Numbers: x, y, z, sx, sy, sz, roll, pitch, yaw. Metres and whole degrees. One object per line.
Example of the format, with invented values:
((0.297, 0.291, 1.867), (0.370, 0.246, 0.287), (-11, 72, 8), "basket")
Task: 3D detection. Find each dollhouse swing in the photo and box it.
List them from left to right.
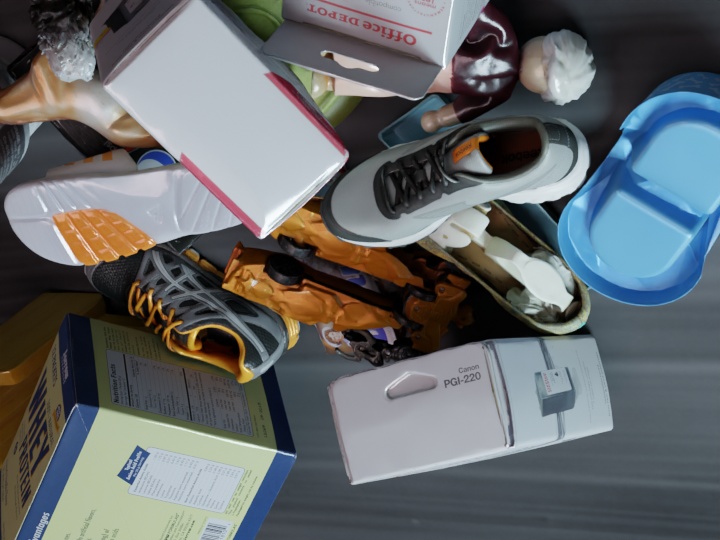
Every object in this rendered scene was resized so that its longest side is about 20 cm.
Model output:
((-0.238, 0.146, 1.507), (0.175, 0.182, 0.201), (16, 133, 35), "dollhouse swing")

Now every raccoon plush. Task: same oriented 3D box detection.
((-0.175, -0.249, 1.164), (0.134, 0.097, 0.201), (-22, 84, 43), "raccoon plush")

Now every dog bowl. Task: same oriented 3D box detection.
((0.222, -0.061, 1.180), (0.111, 0.050, 0.200), (30, 133, 1), "dog bowl")

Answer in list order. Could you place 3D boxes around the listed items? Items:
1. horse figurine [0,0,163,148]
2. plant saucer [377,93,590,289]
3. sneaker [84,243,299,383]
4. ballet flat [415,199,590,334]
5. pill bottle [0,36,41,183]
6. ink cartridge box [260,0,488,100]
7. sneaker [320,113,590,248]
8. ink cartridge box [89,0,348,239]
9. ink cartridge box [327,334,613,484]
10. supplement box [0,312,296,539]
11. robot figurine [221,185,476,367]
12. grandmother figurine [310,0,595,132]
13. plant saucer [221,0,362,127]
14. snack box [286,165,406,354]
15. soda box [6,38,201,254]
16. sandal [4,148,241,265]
((-0.190, -0.147, 1.256), (0.199, 0.050, 0.133), (22, 91, -16), "horse figurine")
((0.104, -0.053, 1.267), (0.200, 0.019, 0.070), (45, 132, -14), "plant saucer")
((-0.155, 0.033, 1.426), (0.199, 0.077, 0.078), (21, 134, 12), "sneaker")
((0.096, -0.022, 1.234), (0.200, 0.071, 0.071), (40, 133, -11), "ballet flat")
((-0.338, -0.102, 1.321), (0.113, 0.200, 0.113), (14, 131, 16), "pill bottle")
((0.024, -0.200, 1.060), (0.115, 0.200, 0.068), (18, 132, 12), "ink cartridge box")
((0.060, -0.072, 1.171), (0.199, 0.079, 0.074), (-17, 74, 18), "sneaker")
((-0.099, -0.123, 1.085), (0.086, 0.200, 0.148), (-45, 111, 4), "ink cartridge box")
((0.089, 0.104, 1.263), (0.145, 0.200, 0.085), (-17, 79, 29), "ink cartridge box")
((-0.193, 0.173, 1.434), (0.199, 0.134, 0.200), (16, 117, -22), "supplement box")
((0.000, 0.000, 1.305), (0.199, 0.058, 0.145), (20, 120, -11), "robot figurine")
((0.066, -0.151, 1.154), (0.199, 0.061, 0.121), (5, 144, 1), "grandmother figurine")
((-0.081, -0.171, 1.198), (0.199, 0.031, 0.201), (-1, 119, -1), "plant saucer")
((-0.025, -0.017, 1.354), (0.072, 0.024, 0.201), (-5, 124, 25), "snack box")
((-0.192, -0.109, 1.319), (0.200, 0.071, 0.063), (49, 174, -15), "soda box")
((-0.169, -0.058, 1.267), (0.206, 0.059, 0.079), (-8, 125, 6), "sandal")
